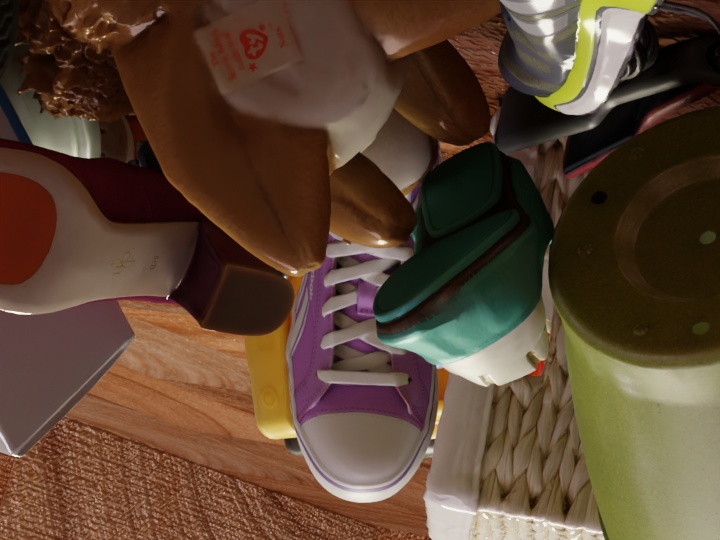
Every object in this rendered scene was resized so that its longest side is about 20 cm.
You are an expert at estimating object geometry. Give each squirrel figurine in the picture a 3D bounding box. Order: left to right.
[{"bbox_3d":[-0.042,-0.091,1.089,0.200,0.142,0.187,29,-178,7],"label":"squirrel figurine"}]

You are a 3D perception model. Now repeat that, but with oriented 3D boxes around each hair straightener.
[{"bbox_3d":[0.099,-0.077,1.115,0.077,0.041,0.200,18,170,-18],"label":"hair straightener"}]

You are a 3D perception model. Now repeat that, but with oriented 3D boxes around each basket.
[{"bbox_3d":[0.124,0.045,1.329,0.161,0.199,0.200,10,170,6],"label":"basket"}]

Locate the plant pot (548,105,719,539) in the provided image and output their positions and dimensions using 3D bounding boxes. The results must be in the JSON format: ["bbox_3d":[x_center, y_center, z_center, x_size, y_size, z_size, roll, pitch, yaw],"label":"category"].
[{"bbox_3d":[0.167,0.041,1.096,0.200,0.201,0.193,9,148,33],"label":"plant pot"}]

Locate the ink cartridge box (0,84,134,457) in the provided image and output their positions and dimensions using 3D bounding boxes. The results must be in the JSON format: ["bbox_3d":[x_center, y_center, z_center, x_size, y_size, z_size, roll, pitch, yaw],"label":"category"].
[{"bbox_3d":[-0.214,-0.016,1.166,0.200,0.086,0.147,15,140,44],"label":"ink cartridge box"}]

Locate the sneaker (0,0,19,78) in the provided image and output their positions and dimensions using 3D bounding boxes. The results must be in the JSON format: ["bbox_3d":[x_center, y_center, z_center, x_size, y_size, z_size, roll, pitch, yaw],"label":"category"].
[{"bbox_3d":[-0.205,-0.145,1.020,0.114,0.076,0.200,18,152,37],"label":"sneaker"}]

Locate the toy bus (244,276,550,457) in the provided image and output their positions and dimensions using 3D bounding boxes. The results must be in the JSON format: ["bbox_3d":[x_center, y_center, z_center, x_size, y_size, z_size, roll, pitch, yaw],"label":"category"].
[{"bbox_3d":[0.062,0.037,1.506,0.192,0.136,0.200,-3,175,42],"label":"toy bus"}]

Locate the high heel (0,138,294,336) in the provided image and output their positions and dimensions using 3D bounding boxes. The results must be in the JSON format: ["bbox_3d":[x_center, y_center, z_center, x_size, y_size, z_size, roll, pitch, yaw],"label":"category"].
[{"bbox_3d":[-0.125,-0.023,1.089,0.200,0.067,0.096,23,-167,-37],"label":"high heel"}]

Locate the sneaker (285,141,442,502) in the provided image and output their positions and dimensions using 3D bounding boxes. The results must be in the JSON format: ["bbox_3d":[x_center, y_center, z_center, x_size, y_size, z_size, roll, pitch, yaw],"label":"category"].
[{"bbox_3d":[-0.001,0.000,1.247,0.072,0.201,0.114,1,161,4],"label":"sneaker"}]

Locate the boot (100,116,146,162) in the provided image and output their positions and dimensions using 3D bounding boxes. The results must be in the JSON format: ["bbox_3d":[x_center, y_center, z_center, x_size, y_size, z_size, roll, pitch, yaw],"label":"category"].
[{"bbox_3d":[-0.136,-0.063,1.435,0.107,0.075,0.200,8,-168,-32],"label":"boot"}]

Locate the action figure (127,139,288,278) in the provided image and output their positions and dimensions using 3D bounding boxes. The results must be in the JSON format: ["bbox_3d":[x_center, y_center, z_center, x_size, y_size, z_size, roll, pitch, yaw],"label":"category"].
[{"bbox_3d":[-0.082,-0.026,1.276,0.200,0.102,0.119,-35,152,24],"label":"action figure"}]

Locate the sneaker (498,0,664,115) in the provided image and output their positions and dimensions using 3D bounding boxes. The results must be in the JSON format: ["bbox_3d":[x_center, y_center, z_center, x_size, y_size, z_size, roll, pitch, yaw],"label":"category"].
[{"bbox_3d":[0.065,-0.113,0.913,0.081,0.074,0.200,22,163,1],"label":"sneaker"}]

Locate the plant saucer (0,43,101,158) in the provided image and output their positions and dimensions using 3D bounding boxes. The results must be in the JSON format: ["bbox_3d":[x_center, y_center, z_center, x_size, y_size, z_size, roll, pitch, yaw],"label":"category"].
[{"bbox_3d":[-0.208,-0.089,1.210,0.200,0.050,0.200,28,145,22],"label":"plant saucer"}]

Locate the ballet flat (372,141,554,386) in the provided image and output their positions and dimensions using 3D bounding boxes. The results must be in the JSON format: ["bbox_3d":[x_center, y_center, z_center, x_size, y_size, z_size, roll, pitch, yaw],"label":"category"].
[{"bbox_3d":[0.052,0.006,1.079,0.070,0.067,0.200,58,-165,-12],"label":"ballet flat"}]
